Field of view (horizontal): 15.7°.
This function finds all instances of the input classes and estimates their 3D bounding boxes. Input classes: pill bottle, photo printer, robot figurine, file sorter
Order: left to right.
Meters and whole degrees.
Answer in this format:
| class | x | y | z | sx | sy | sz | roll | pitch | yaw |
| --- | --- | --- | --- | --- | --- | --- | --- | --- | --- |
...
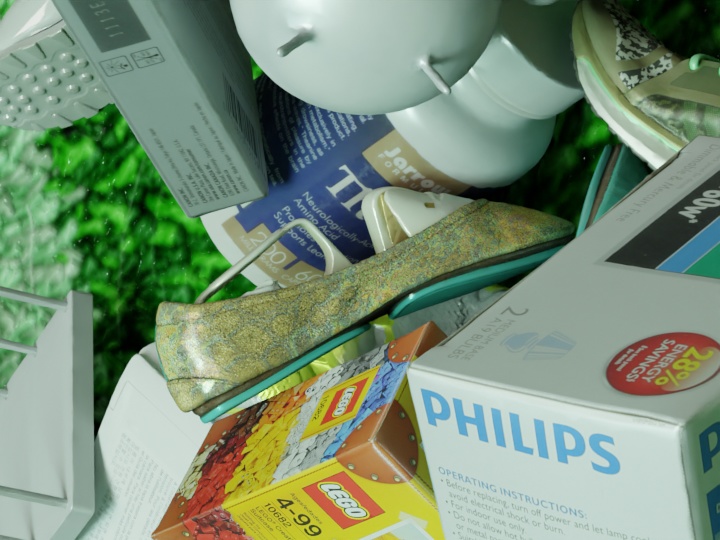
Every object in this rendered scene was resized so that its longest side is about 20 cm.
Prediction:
| class | x | y | z | sx | sy | sz | roll | pitch | yaw |
| --- | --- | --- | --- | --- | --- | --- | --- | --- | --- |
| file sorter | -0.237 | 0.109 | 1.413 | 0.200 | 0.124 | 0.139 | -52 | 33 | 45 |
| photo printer | -0.066 | 0.153 | 1.326 | 0.200 | 0.069 | 0.166 | 38 | 115 | 40 |
| robot figurine | 0.003 | -0.144 | 1.096 | 0.200 | 0.169 | 0.113 | -89 | 2 | -48 |
| pill bottle | 0.020 | -0.073 | 1.221 | 0.200 | 0.111 | 0.111 | -34 | 65 | 39 |

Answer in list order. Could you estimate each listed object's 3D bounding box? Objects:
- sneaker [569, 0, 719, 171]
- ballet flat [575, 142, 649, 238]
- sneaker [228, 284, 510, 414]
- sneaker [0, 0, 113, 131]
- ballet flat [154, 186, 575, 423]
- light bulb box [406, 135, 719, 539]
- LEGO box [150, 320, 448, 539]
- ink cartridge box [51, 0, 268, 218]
| class | x | y | z | sx | sy | sz | roll | pitch | yaw |
| --- | --- | --- | --- | --- | --- | --- | --- | --- | --- |
| sneaker | 0.171 | -0.064 | 1.107 | 0.089 | 0.077 | 0.200 | -51 | 61 | 19 |
| ballet flat | 0.113 | 0.018 | 1.116 | 0.070 | 0.200 | 0.067 | 15 | 129 | 10 |
| sneaker | 0.022 | 0.048 | 1.252 | 0.200 | 0.105 | 0.076 | 5 | 75 | 17 |
| sneaker | -0.151 | -0.151 | 1.437 | 0.200 | 0.076 | 0.081 | -37 | 51 | 33 |
| ballet flat | 0.000 | 0.000 | 1.158 | 0.071 | 0.200 | 0.071 | 59 | 165 | 26 |
| light bulb box | 0.138 | 0.083 | 0.982 | 0.125 | 0.198 | 0.200 | 11 | 125 | 40 |
| LEGO box | 0.034 | 0.134 | 1.140 | 0.149 | 0.200 | 0.077 | -27 | 26 | 42 |
| ink cartridge box | -0.095 | -0.147 | 1.151 | 0.044 | 0.200 | 0.174 | -15 | 58 | 8 |
